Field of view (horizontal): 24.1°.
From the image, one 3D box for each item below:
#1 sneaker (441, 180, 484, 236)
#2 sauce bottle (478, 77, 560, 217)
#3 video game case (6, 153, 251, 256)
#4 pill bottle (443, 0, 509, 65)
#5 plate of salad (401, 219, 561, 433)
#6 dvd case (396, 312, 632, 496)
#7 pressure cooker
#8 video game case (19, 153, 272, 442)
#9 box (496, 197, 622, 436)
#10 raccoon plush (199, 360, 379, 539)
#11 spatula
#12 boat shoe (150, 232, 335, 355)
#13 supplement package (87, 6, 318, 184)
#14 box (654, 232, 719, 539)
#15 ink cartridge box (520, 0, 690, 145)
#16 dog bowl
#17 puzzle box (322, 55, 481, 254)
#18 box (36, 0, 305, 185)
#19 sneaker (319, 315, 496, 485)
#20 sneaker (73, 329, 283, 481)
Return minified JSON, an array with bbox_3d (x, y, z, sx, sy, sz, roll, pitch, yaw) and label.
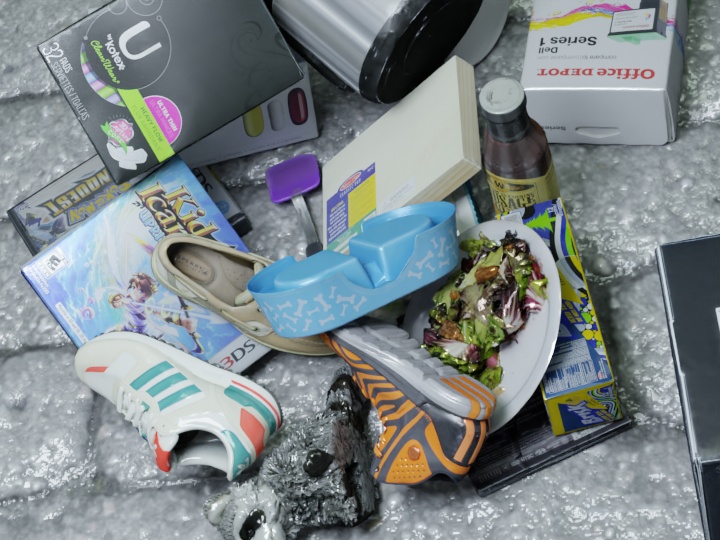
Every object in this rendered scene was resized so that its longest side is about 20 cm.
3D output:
[{"bbox_3d":[0.065,-0.076,1.608,0.080,0.077,0.201,-23,50,9],"label":"sneaker"},{"bbox_3d":[0.141,-0.097,1.522,0.066,0.200,0.066,-8,55,12],"label":"sauce bottle"},{"bbox_3d":[-0.236,-0.052,1.704,0.200,0.026,0.181,-33,55,-8],"label":"video game case"},{"bbox_3d":[0.044,-0.291,1.734,0.199,0.113,0.113,27,67,29],"label":"pill bottle"},{"bbox_3d":[0.094,0.049,1.463,0.200,0.048,0.201,-27,53,43],"label":"plate of salad"},{"bbox_3d":[0.134,0.090,1.511,0.148,0.016,0.200,-25,54,-1],"label":"dvd case"},{"bbox_3d":[-0.001,-0.278,1.584,0.200,0.176,0.179,41,72,13],"label":"pressure cooker"},{"bbox_3d":[-0.183,0.025,1.558,0.181,0.045,0.200,-37,93,-11],"label":"video game case"},{"bbox_3d":[0.174,0.038,1.481,0.064,0.070,0.201,-15,54,6],"label":"box"},{"bbox_3d":[-0.058,0.175,1.490,0.133,0.097,0.200,-19,22,19],"label":"raccoon plush"},{"bbox_3d":[-0.051,-0.040,1.646,0.056,0.021,0.201,-23,55,7],"label":"spatula"},{"bbox_3d":[-0.093,0.022,1.519,0.199,0.065,0.072,26,80,-10],"label":"boat shoe"},{"bbox_3d":[-0.160,-0.200,1.709,0.199,0.111,0.156,-15,51,-5],"label":"supplement package"},{"bbox_3d":[0.314,0.103,1.341,0.123,0.197,0.201,-9,55,8],"label":"box"},{"bbox_3d":[0.243,-0.228,1.654,0.144,0.084,0.201,2,58,17],"label":"ink cartridge box"},{"bbox_3d":[0.000,0.000,1.465,0.199,0.050,0.111,-26,17,-20],"label":"dog bowl"},{"bbox_3d":[0.035,-0.097,1.585,0.200,0.025,0.134,-37,40,36],"label":"puzzle box"},{"bbox_3d":[-0.175,-0.192,1.552,0.199,0.149,0.124,-30,11,-5],"label":"box"},{"bbox_3d":[0.021,0.117,1.440,0.200,0.077,0.113,35,113,41],"label":"sneaker"},{"bbox_3d":[-0.172,0.121,1.457,0.199,0.071,0.094,19,47,14],"label":"sneaker"}]
